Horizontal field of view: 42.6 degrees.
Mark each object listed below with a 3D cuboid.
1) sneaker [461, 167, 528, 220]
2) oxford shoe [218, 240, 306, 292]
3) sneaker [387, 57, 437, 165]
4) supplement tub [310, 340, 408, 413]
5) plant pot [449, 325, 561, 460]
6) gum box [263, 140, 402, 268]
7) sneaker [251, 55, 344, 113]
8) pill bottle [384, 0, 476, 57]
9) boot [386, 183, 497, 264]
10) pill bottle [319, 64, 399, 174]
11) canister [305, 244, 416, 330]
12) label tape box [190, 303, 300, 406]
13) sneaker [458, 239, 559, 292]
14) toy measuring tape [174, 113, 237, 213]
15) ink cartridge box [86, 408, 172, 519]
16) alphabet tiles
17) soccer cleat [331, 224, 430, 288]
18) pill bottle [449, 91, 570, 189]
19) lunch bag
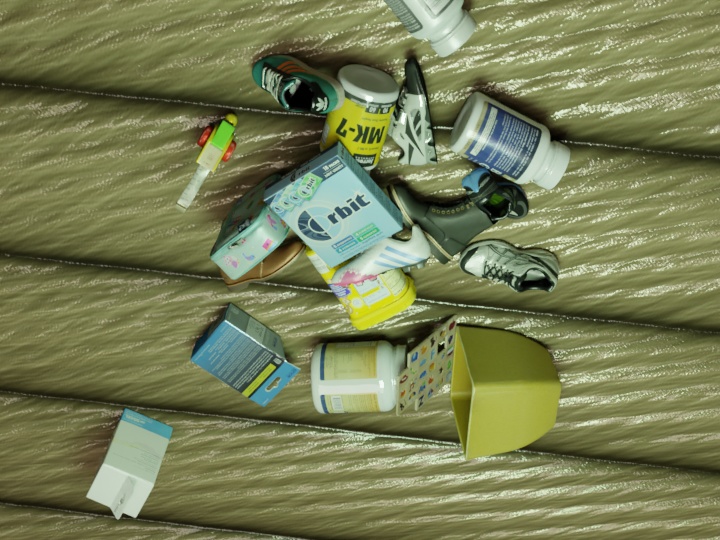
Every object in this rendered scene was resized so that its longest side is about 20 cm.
[{"bbox_3d":[0.249,-0.122,1.677,0.070,0.084,0.198,-33,153,25],"label":"sneaker"},{"bbox_3d":[-0.199,-0.022,1.833,0.197,0.072,0.072,-22,114,20],"label":"oxford shoe"},{"bbox_3d":[0.083,-0.273,1.635,0.086,0.075,0.203,-6,122,8],"label":"sneaker"},{"bbox_3d":[0.003,0.222,1.924,0.195,0.146,0.147,-3,123,8],"label":"supplement tub"},{"bbox_3d":[0.299,0.244,1.890,0.195,0.197,0.198,-2,124,-5],"label":"plant pot"},{"bbox_3d":[-0.047,-0.112,1.650,0.168,0.045,0.200,-27,126,25],"label":"gum box"},{"bbox_3d":[-0.123,-0.318,1.578,0.198,0.079,0.073,24,121,32],"label":"sneaker"},{"bbox_3d":[0.099,-0.449,1.496,0.110,0.112,0.200,-33,114,24],"label":"pill bottle"},{"bbox_3d":[0.153,-0.121,1.737,0.137,0.078,0.200,-35,125,18],"label":"boot"},{"bbox_3d":[-0.009,-0.249,1.638,0.112,0.115,0.203,15,124,-4],"label":"pill bottle"},{"bbox_3d":[0.000,0.000,1.816,0.147,0.087,0.201,-26,116,21],"label":"canister"},{"bbox_3d":[-0.242,0.183,1.975,0.198,0.067,0.143,34,120,-19],"label":"label tape box"},{"bbox_3d":[0.287,-0.003,1.783,0.195,0.088,0.077,3,126,6],"label":"sneaker"},{"bbox_3d":[-0.284,-0.200,1.702,0.073,0.074,0.202,30,92,-14],"label":"toy measuring tape"},{"bbox_3d":[-0.524,0.443,2.090,0.123,0.202,0.130,25,122,-11],"label":"ink cartridge box"},{"bbox_3d":[0.135,0.205,1.886,0.007,0.199,0.170,24,131,32],"label":"alphabet tiles"},{"bbox_3d":[0.033,-0.030,1.719,0.196,0.070,0.088,-16,99,11],"label":"soccer cleat"},{"bbox_3d":[0.265,-0.222,1.627,0.197,0.112,0.112,24,123,-10],"label":"pill bottle"},{"bbox_3d":[-0.200,-0.082,1.714,0.159,0.201,0.077,-32,113,26],"label":"lunch bag"}]
